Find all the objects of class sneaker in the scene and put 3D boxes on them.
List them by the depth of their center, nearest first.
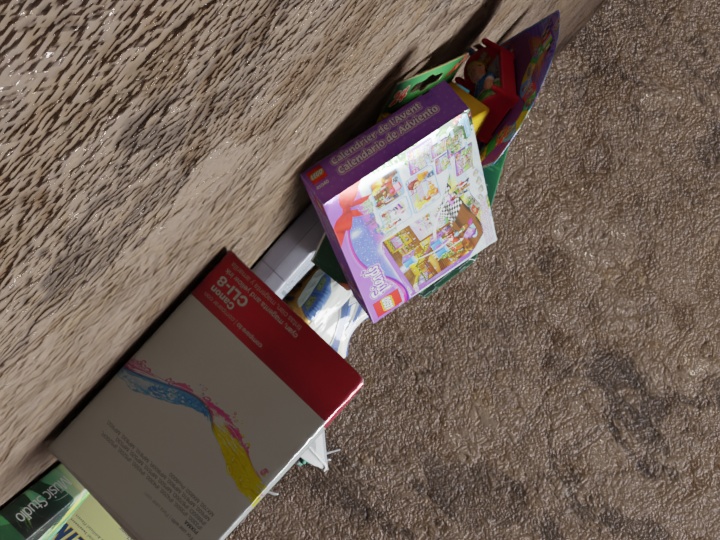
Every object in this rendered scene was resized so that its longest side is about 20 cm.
[{"bbox_3d":[0.000,0.000,1.258,0.201,0.088,0.075,-52,-145,-8],"label":"sneaker"}]

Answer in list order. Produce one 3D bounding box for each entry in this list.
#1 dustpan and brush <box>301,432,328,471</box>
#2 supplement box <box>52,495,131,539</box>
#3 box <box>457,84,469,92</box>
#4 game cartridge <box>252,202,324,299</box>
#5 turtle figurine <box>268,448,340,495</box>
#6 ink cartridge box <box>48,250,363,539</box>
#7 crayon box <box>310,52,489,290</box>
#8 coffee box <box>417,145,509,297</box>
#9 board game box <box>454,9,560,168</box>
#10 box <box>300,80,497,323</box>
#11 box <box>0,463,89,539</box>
[{"bbox_3d":[-0.090,0.108,1.258,0.057,0.199,0.141,-36,-139,28],"label":"dustpan and brush"},{"bbox_3d":[-0.328,0.364,1.345,0.200,0.134,0.200,-46,177,-36],"label":"supplement box"},{"bbox_3d":[0.072,-0.133,1.457,0.082,0.049,0.200,-45,176,-42],"label":"box"},{"bbox_3d":[-0.041,-0.038,1.172,0.200,0.040,0.133,-48,-179,-5],"label":"game cartridge"},{"bbox_3d":[-0.130,0.188,1.330,0.198,0.102,0.149,5,152,-40],"label":"turtle figurine"},{"bbox_3d":[-0.115,0.113,0.945,0.200,0.144,0.145,-47,178,-7],"label":"ink cartridge box"},{"bbox_3d":[0.041,-0.087,1.080,0.127,0.051,0.201,-33,156,-49],"label":"crayon box"},{"bbox_3d":[0.099,-0.083,1.234,0.123,0.044,0.202,-41,-153,62],"label":"coffee box"},{"bbox_3d":[0.115,-0.169,1.149,0.160,0.039,0.200,-67,-166,-11],"label":"board game box"},{"bbox_3d":[0.038,-0.050,1.002,0.136,0.039,0.201,-34,149,-7],"label":"box"},{"bbox_3d":[-0.301,0.238,0.979,0.145,0.036,0.200,-49,178,27],"label":"box"}]
